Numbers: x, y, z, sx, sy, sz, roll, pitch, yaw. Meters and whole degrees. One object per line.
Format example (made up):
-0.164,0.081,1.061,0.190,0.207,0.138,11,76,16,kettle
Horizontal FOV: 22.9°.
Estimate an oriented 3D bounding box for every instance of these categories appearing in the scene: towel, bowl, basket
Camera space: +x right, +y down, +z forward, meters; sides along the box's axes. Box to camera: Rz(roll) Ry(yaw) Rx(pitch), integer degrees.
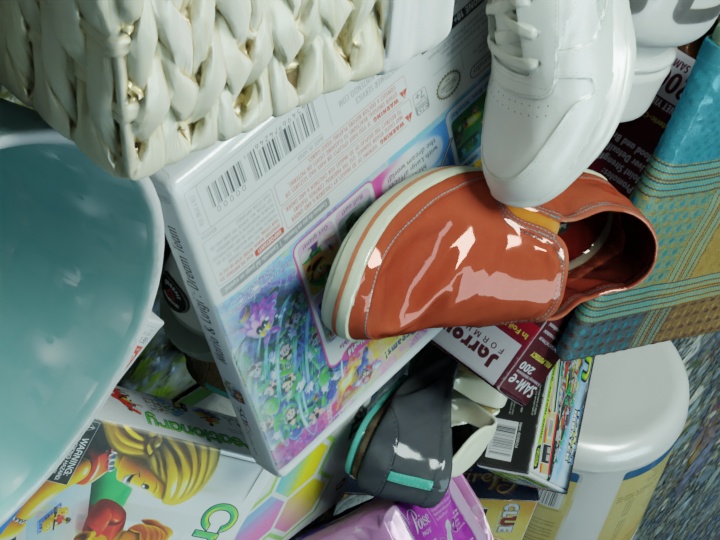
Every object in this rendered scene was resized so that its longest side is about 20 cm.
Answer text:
0.188,-0.041,0.928,0.146,0.022,0.201,-7,132,-40,towel
-0.169,0.011,0.557,0.201,0.105,0.201,-40,156,-22,bowl
-0.057,-0.141,0.475,0.123,0.135,0.201,-34,146,-28,basket

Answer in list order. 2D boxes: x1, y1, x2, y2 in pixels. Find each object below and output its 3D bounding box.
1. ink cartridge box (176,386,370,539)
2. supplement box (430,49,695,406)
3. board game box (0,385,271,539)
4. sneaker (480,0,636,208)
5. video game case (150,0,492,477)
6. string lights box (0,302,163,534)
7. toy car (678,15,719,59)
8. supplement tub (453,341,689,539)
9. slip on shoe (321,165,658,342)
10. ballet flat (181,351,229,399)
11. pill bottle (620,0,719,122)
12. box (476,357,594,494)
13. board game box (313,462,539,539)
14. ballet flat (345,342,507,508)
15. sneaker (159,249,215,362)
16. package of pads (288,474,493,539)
-0.050,0.098,0.967,0.200,0.059,0.104,-32,150,-38,ink cartridge box
0.098,-0.041,0.957,0.201,0.109,0.061,-55,156,2,supplement box
-0.140,0.145,0.834,0.126,0.035,0.201,17,114,-33,board game box
0.071,-0.126,0.730,0.099,0.075,0.201,5,106,-32,sneaker
0.007,-0.033,0.775,0.200,0.024,0.183,-42,139,-24,video game case
-0.177,0.073,0.696,0.200,0.059,0.103,-52,158,4,string lights box
0.253,-0.119,1.008,0.164,0.158,0.200,-22,167,-44,toy car
0.141,0.128,1.259,0.144,0.144,0.201,-35,153,-32,supplement tub
0.062,-0.006,0.787,0.199,0.061,0.075,-11,123,-45,slip on shoe
0.000,0.000,0.896,0.200,0.072,0.068,-41,157,-22,ballet flat
0.132,-0.176,0.820,0.113,0.113,0.201,-23,145,-48,pill bottle
0.121,0.032,1.103,0.110,0.034,0.202,33,68,-67,box
0.031,0.199,1.207,0.134,0.035,0.201,4,136,-12,board game box
0.048,0.073,1.012,0.073,0.073,0.200,-63,177,29,ballet flat
-0.007,-0.041,0.818,0.200,0.074,0.089,-39,157,-25,sneaker
-0.027,0.189,1.026,0.199,0.076,0.120,-28,177,25,package of pads
